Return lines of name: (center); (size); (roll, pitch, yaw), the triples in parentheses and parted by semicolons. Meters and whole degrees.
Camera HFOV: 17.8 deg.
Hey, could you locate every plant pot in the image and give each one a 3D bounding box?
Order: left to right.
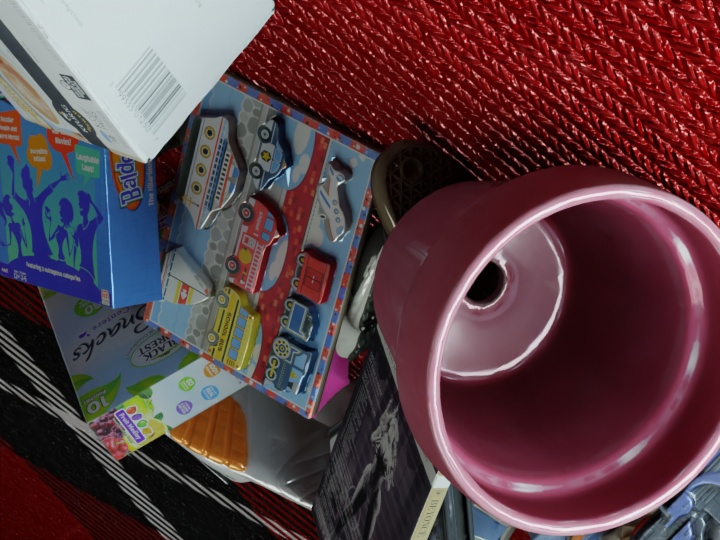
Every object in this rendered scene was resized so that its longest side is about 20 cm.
plant pot: (0.097, 0.029, 1.311); (0.200, 0.200, 0.179); (45, 176, -25)

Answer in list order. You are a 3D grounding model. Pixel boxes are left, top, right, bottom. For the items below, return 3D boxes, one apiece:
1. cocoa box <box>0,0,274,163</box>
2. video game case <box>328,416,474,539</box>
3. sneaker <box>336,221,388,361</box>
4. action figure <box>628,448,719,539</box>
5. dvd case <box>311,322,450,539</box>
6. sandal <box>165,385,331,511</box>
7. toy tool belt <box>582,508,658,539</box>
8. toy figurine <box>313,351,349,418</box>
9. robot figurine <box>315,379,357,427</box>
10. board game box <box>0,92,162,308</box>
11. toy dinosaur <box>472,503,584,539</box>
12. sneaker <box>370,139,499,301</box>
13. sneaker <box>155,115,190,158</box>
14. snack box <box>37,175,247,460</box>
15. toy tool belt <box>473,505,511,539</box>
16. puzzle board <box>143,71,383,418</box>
cocoa box: (-0.173, -0.184, 1.330); (0.131, 0.133, 0.200); (19, 155, 44)
video game case: (0.027, 0.170, 1.546); (0.025, 0.181, 0.200); (2, 161, -20)
sneaker: (0.000, 0.000, 1.576); (0.079, 0.074, 0.200); (51, 159, 7)
action figure: (0.235, 0.152, 1.436); (0.193, 0.200, 0.105); (46, -161, -8)
dvd case: (0.013, 0.145, 1.528); (0.016, 0.149, 0.200); (2, 131, -20)
sandal: (-0.076, 0.129, 1.687); (0.206, 0.079, 0.059); (33, 156, 9)
toy tool belt: (0.199, 0.189, 1.588); (0.123, 0.125, 0.200); (29, 177, 30)
toy figurine: (-0.085, 0.058, 1.792); (0.184, 0.200, 0.151); (3, 110, 28)
robot figurine: (0.017, 0.166, 1.880); (0.200, 0.113, 0.170); (30, -179, 20)
board game box: (-0.199, -0.085, 1.573); (0.152, 0.045, 0.201); (12, 108, 50)
toy dinosaur: (0.131, 0.167, 1.511); (0.199, 0.105, 0.182); (-1, 126, 22)
sneaker: (0.059, -0.006, 1.453); (0.200, 0.070, 0.075); (47, 160, -29)
sneaker: (-0.197, -0.096, 1.660); (0.077, 0.089, 0.200); (45, 160, -23)
snack box: (-0.152, 0.029, 1.679); (0.053, 0.142, 0.200); (57, -177, -41)
toy tool belt: (0.046, 0.187, 1.722); (0.123, 0.200, 0.125); (32, 163, 10)
puzzle board: (-0.070, -0.018, 1.531); (0.151, 0.017, 0.200); (28, 117, 24)
